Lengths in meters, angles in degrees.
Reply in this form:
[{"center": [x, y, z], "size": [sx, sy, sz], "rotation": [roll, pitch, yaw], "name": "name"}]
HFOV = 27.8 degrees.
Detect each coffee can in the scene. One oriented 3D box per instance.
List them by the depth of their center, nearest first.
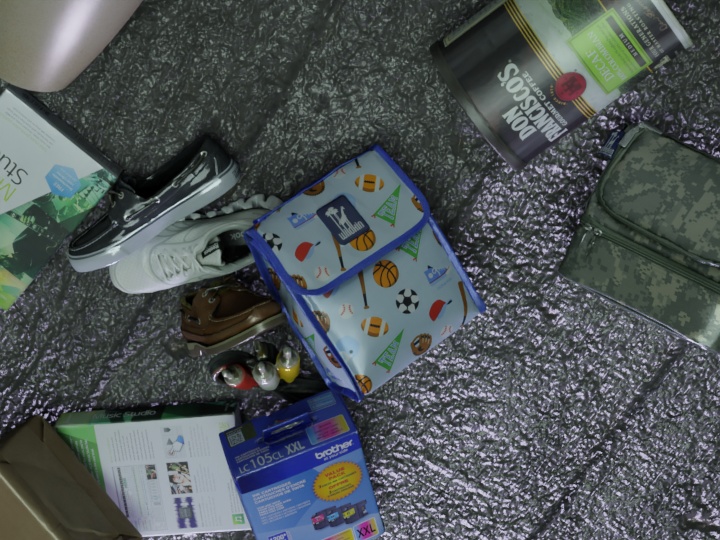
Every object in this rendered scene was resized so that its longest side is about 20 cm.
[{"center": [0.186, -0.210, 1.359], "size": [0.200, 0.146, 0.146], "rotation": [-36, 104, 15], "name": "coffee can"}]

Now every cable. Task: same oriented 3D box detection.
[{"center": [-0.089, 0.120, 1.485], "size": [0.097, 0.050, 0.200], "rotation": [-17, 153, 9], "name": "cable"}]

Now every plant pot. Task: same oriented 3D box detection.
[{"center": [-0.285, -0.274, 1.363], "size": [0.187, 0.187, 0.200], "rotation": [27, 124, -6], "name": "plant pot"}]

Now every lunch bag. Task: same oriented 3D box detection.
[{"center": [0.309, -0.034, 1.399], "size": [0.200, 0.139, 0.168], "rotation": [29, 102, 25], "name": "lunch bag"}, {"center": [0.000, 0.000, 1.438], "size": [0.170, 0.124, 0.200], "rotation": [-34, 104, -16], "name": "lunch bag"}]

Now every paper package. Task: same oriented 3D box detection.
[{"center": [-0.371, 0.287, 1.568], "size": [0.200, 0.103, 0.191], "rotation": [-37, 96, 30], "name": "paper package"}]

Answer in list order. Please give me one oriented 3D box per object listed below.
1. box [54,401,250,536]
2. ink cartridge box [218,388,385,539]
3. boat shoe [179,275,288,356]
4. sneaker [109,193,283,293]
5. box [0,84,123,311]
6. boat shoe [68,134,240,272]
[{"center": [-0.224, 0.220, 1.598], "size": [0.200, 0.036, 0.144], "rotation": [-5, 110, 4], "name": "box"}, {"center": [-0.062, 0.212, 1.517], "size": [0.136, 0.076, 0.200], "rotation": [-21, 129, -8], "name": "ink cartridge box"}, {"center": [-0.139, 0.043, 1.458], "size": [0.072, 0.200, 0.068], "rotation": [-22, 92, -30], "name": "boat shoe"}, {"center": [-0.169, -0.021, 1.489], "size": [0.200, 0.081, 0.075], "rotation": [-19, 110, 12], "name": "sneaker"}, {"center": [-0.362, -0.074, 1.504], "size": [0.144, 0.036, 0.200], "rotation": [39, 109, -10], "name": "box"}, {"center": [-0.220, -0.072, 1.472], "size": [0.200, 0.070, 0.066], "rotation": [-28, 118, 11], "name": "boat shoe"}]
